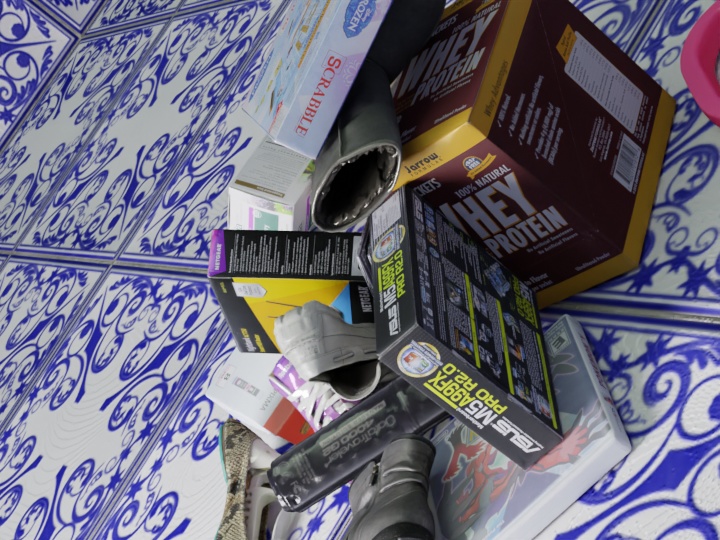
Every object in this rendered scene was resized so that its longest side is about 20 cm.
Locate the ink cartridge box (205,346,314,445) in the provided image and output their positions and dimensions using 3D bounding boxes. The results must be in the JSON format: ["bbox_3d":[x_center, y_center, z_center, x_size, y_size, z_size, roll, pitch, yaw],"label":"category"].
[{"bbox_3d":[-0.066,0.085,1.788,0.163,0.057,0.200,-56,19,-9],"label":"ink cartridge box"}]

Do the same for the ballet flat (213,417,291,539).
[{"bbox_3d":[-0.096,0.215,1.655,0.075,0.068,0.200,-17,41,18],"label":"ballet flat"}]

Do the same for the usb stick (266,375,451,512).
[{"bbox_3d":[0.008,0.136,1.496,0.200,0.033,0.056,-34,66,16],"label":"usb stick"}]

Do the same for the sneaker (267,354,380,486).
[{"bbox_3d":[-0.029,0.127,1.577,0.073,0.114,0.200,-49,26,2],"label":"sneaker"}]

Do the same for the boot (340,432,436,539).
[{"bbox_3d":[-0.003,0.231,1.435,0.200,0.070,0.132,-41,25,26],"label":"boot"}]

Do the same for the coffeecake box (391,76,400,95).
[{"bbox_3d":[0.021,-0.182,1.847,0.154,0.073,0.200,-60,-14,-18],"label":"coffeecake box"}]

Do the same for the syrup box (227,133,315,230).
[{"bbox_3d":[-0.071,-0.110,1.957,0.200,0.081,0.079,-60,-18,-44],"label":"syrup box"}]

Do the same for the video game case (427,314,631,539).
[{"bbox_3d":[0.116,0.148,1.398,0.200,0.023,0.182,-44,25,17],"label":"video game case"}]

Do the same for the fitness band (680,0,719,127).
[{"bbox_3d":[0.332,-0.189,1.467,0.144,0.037,0.200,-44,24,19],"label":"fitness band"}]

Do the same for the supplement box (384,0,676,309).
[{"bbox_3d":[0.138,-0.110,1.501,0.133,0.200,0.198,-27,34,45],"label":"supplement box"}]

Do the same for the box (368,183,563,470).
[{"bbox_3d":[0.080,0.041,1.388,0.044,0.160,0.200,-40,27,23],"label":"box"}]

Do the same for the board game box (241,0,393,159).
[{"bbox_3d":[-0.027,-0.202,1.474,0.200,0.041,0.200,-63,16,7],"label":"board game box"}]

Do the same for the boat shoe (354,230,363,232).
[{"bbox_3d":[0.000,0.000,1.721,0.200,0.072,0.072,1,56,43],"label":"boat shoe"}]

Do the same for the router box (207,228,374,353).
[{"bbox_3d":[-0.049,0.023,1.599,0.200,0.149,0.051,77,-164,-68],"label":"router box"}]

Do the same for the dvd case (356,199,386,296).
[{"bbox_3d":[0.044,-0.010,1.550,0.016,0.200,0.149,1,53,20],"label":"dvd case"}]

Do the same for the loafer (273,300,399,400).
[{"bbox_3d":[-0.009,0.081,1.522,0.070,0.200,0.070,-28,67,21],"label":"loafer"}]

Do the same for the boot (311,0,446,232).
[{"bbox_3d":[0.014,-0.146,1.438,0.182,0.072,0.200,-58,12,25],"label":"boot"}]
